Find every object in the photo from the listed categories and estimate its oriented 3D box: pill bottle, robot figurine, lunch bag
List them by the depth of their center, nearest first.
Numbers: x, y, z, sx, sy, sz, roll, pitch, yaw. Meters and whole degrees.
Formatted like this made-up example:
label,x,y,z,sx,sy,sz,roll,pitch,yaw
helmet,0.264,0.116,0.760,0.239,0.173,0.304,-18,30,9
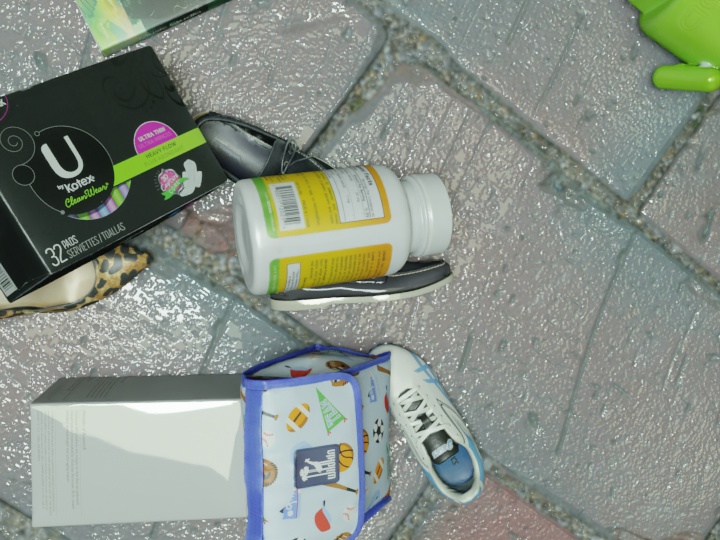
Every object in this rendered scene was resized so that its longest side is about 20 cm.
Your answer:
label,x,y,z,sx,sy,sz,roll,pitch,yaw
lunch bag,-0.045,0.169,0.754,0.123,0.200,0.171,0,92,26
pill bottle,-0.017,-0.044,0.761,0.199,0.111,0.111,-8,95,-17
robot figurine,0.388,-0.277,0.840,0.200,0.116,0.176,30,81,-10

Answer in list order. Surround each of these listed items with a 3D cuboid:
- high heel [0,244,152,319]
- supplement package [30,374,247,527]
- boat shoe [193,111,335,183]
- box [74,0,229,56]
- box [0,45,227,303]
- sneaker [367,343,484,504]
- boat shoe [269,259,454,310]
label,x,y,z,sx,sy,sz,roll,pitch,yaw
high heel,-0.305,0.013,0.742,0.199,0.143,0.072,-11,96,-8
supplement package,-0.212,0.175,0.780,0.199,0.121,0.120,0,94,-8
boat shoe,-0.090,-0.103,0.808,0.200,0.062,0.075,28,88,-11
box,-0.204,-0.326,0.788,0.200,0.036,0.145,-27,97,-5
box,-0.255,-0.089,0.709,0.200,0.124,0.149,-38,102,-40
sneaker,0.074,0.165,0.848,0.072,0.072,0.200,-34,97,-3
boat shoe,0.000,0.000,0.825,0.199,0.073,0.063,-7,98,-3
